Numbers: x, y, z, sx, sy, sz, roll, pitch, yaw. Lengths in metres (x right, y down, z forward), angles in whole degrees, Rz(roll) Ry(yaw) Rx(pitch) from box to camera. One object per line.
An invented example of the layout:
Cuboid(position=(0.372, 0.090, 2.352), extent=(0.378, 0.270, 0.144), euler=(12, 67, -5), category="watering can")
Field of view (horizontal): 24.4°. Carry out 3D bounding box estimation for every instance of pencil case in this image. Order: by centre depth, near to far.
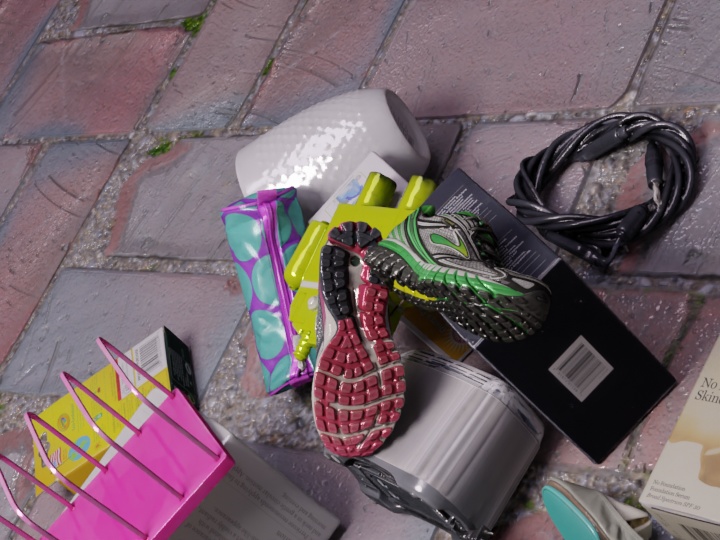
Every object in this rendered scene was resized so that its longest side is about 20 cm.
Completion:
Cuboid(position=(-0.079, 0.019, 1.681), extent=(0.084, 0.202, 0.092), euler=(-15, 2, -9), category="pencil case")

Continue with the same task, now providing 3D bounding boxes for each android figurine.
Cuboid(position=(0.000, 0.000, 1.561), extent=(0.181, 0.041, 0.201), euler=(10, 68, 49), category="android figurine")

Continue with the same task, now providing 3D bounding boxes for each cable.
Cuboid(position=(0.227, -0.091, 1.598), extent=(0.163, 0.051, 0.200), euler=(-50, 36, -5), category="cable")

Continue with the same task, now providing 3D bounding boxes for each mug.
Cuboid(position=(-0.016, -0.117, 1.797), extent=(0.175, 0.148, 0.200), euler=(-31, 8, 18), category="mug")

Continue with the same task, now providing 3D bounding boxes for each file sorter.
Cuboid(position=(-0.238, 0.179, 1.453), extent=(0.200, 0.125, 0.139), euler=(-48, 33, 0), category="file sorter")

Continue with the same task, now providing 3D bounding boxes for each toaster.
Cuboid(position=(0.072, 0.154, 1.470), extent=(0.199, 0.114, 0.130), euler=(17, 66, 52), category="toaster")

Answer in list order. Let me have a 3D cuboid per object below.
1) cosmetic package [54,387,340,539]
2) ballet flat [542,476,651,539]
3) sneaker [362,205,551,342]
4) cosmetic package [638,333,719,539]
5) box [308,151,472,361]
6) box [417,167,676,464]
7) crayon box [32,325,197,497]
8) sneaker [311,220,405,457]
Cuboid(position=(-0.163, 0.251, 1.558), extent=(0.200, 0.165, 0.165), euler=(-53, 34, -11), category="cosmetic package")
Cuboid(position=(0.216, 0.225, 1.320), extent=(0.063, 0.068, 0.200), euler=(-21, 36, -13), category="ballet flat")
Cuboid(position=(0.081, -0.008, 1.307), extent=(0.085, 0.078, 0.200), euler=(-52, 37, -9), category="sneaker")
Cuboid(position=(0.312, 0.121, 1.302), extent=(0.105, 0.071, 0.201), euler=(7, 61, 47), category="cosmetic package")
Cuboid(position=(0.052, -0.013, 1.640), extent=(0.101, 0.112, 0.200), euler=(-47, 37, 3), category="box")
Cuboid(position=(0.143, 0.037, 1.435), extent=(0.104, 0.200, 0.182), euler=(-46, 37, 2), category="box")
Cuboid(position=(-0.273, 0.166, 1.843), extent=(0.199, 0.051, 0.127), euler=(-34, 38, 15), category="crayon box")
Cuboid(position=(-0.001, 0.060, 1.439), extent=(0.075, 0.080, 0.202), euler=(138, 135, -84), category="sneaker")
